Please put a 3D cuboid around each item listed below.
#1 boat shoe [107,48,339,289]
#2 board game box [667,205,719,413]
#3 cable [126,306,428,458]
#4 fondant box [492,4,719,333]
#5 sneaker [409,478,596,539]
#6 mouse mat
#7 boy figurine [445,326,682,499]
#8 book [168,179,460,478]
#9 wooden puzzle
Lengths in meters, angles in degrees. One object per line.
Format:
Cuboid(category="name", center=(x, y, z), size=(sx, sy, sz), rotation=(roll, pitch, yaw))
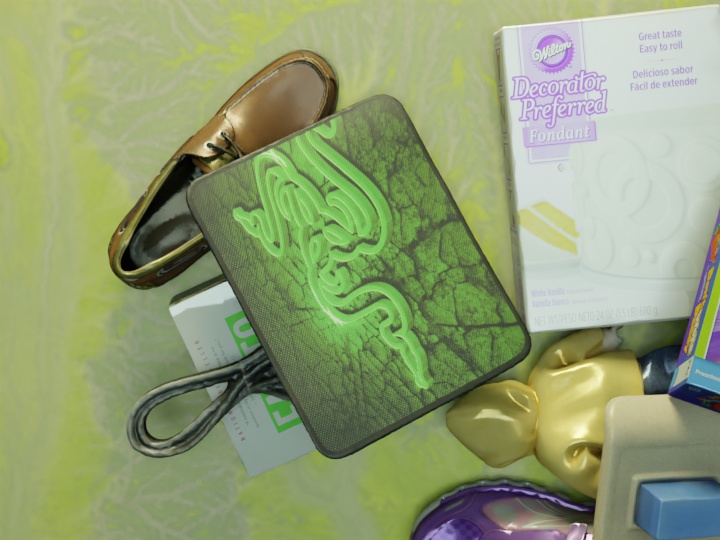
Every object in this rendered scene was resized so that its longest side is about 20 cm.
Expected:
Cuboid(category="boat shoe", center=(-0.086, -0.063, 1.009), size=(0.072, 0.068, 0.200), rotation=(40, 94, -1))
Cuboid(category="board game box", center=(0.305, 0.043, 0.943), size=(0.199, 0.045, 0.135), rotation=(18, 75, 1))
Cuboid(category="cable", center=(-0.058, 0.065, 0.986), size=(0.198, 0.050, 0.098), rotation=(-12, 98, -4))
Cuboid(category="fondant box", center=(0.168, -0.066, 1.009), size=(0.143, 0.058, 0.202), rotation=(-6, 94, 1))
Cuboid(category="sneaker", center=(0.131, 0.190, 1.020), size=(0.198, 0.088, 0.081), rotation=(3, 97, 2))
Cuboid(category="mouse mat", center=(0.000, 0.000, 0.973), size=(0.160, 0.008, 0.201), rotation=(-27, 81, -17))
Cuboid(category="boy figurine", center=(0.157, 0.098, 1.016), size=(0.198, 0.064, 0.125), rotation=(-11, 70, 4))
Cuboid(category="book", center=(-0.011, 0.039, 1.033), size=(0.199, 0.048, 0.134), rotation=(-25, 98, 2))
Cuboid(category="wooden puzzle", center=(0.233, 0.180, 0.965), size=(0.184, 0.046, 0.202), rotation=(0, 100, -19))
